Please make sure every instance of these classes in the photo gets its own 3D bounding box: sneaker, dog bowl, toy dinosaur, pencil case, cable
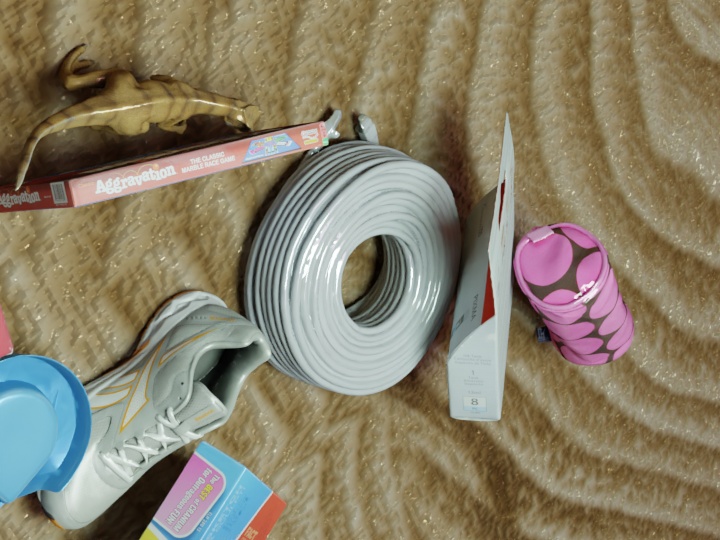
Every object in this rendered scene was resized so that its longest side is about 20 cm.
[{"bbox_3d":[-0.144,0.101,0.947,0.200,0.092,0.076,-53,132,-17],"label":"sneaker"},{"bbox_3d":[-0.263,0.136,0.875,0.200,0.050,0.112,-51,133,-18],"label":"dog bowl"},{"bbox_3d":[-0.155,-0.105,0.855,0.200,0.106,0.061,-15,115,-39],"label":"toy dinosaur"},{"bbox_3d":[0.188,0.021,1.201,0.091,0.094,0.200,-21,157,7],"label":"pencil case"},{"bbox_3d":[0.000,0.000,1.068,0.200,0.069,0.200,-56,134,-15],"label":"cable"}]

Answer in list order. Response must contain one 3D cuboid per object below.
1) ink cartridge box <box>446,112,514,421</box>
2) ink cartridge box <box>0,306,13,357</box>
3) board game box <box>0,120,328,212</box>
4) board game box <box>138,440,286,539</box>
[{"bbox_3d":[0.095,-0.002,1.087,0.200,0.047,0.160,81,16,-45],"label":"ink cartridge box"},{"bbox_3d":[-0.316,0.018,0.758,0.200,0.083,0.147,-30,123,-34],"label":"ink cartridge box"},{"bbox_3d":[-0.129,-0.069,0.895,0.200,0.103,0.020,-18,103,-39],"label":"board game box"},{"bbox_3d":[-0.136,0.234,0.991,0.200,0.040,0.153,-58,163,-12],"label":"board game box"}]
